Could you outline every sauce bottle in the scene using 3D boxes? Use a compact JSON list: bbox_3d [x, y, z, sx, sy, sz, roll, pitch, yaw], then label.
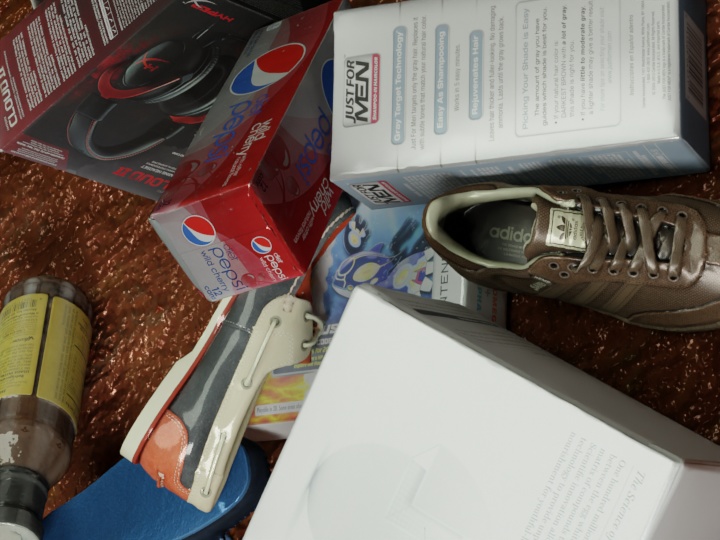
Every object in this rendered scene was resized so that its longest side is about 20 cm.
[{"bbox_3d":[-0.210,0.093,1.472,0.065,0.065,0.201,-33,34,32],"label":"sauce bottle"}]

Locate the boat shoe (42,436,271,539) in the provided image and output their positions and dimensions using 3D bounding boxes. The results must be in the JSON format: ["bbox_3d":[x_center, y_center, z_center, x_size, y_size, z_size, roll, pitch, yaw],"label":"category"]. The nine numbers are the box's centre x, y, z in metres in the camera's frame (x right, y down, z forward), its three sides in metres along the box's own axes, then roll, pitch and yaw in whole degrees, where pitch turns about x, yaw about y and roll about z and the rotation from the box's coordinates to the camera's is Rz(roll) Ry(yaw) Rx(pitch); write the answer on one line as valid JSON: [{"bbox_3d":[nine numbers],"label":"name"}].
[{"bbox_3d":[-0.121,0.147,1.419,0.199,0.068,0.085,-22,59,39],"label":"boat shoe"}]

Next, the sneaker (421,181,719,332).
[{"bbox_3d":[0.123,-0.009,1.205,0.199,0.075,0.071,3,85,30],"label":"sneaker"}]

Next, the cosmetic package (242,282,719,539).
[{"bbox_3d":[0.062,0.143,1.182,0.199,0.123,0.200,29,99,30],"label":"cosmetic package"}]

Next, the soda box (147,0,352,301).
[{"bbox_3d":[-0.046,-0.070,1.297,0.070,0.064,0.200,-17,30,28],"label":"soda box"}]

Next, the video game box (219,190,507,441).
[{"bbox_3d":[0.000,0.000,1.361,0.199,0.047,0.184,-10,69,41],"label":"video game box"}]

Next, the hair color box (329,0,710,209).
[{"bbox_3d":[0.085,-0.097,1.259,0.199,0.061,0.100,-5,73,23],"label":"hair color box"}]

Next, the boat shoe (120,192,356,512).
[{"bbox_3d":[-0.058,0.041,1.327,0.062,0.071,0.201,34,88,8],"label":"boat shoe"}]

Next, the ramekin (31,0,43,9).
[{"bbox_3d":[-0.199,-0.271,1.521,0.097,0.201,0.201,-21,57,-6],"label":"ramekin"}]

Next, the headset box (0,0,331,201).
[{"bbox_3d":[-0.127,-0.126,1.443,0.200,0.148,0.075,-36,56,29],"label":"headset box"}]
